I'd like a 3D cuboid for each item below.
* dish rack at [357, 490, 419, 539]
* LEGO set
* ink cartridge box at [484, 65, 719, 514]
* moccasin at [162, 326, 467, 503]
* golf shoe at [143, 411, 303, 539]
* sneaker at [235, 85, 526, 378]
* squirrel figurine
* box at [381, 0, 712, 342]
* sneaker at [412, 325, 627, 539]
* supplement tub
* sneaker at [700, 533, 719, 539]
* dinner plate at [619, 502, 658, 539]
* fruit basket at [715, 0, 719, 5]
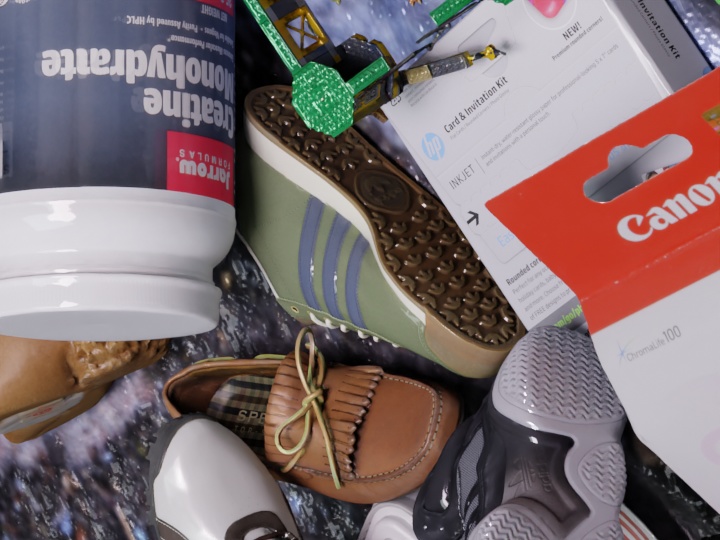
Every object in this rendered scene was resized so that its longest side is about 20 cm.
[{"bbox_3d":[0.058,0.218,1.511,0.200,0.043,0.172,36,128,23],"label":"dish rack"},{"bbox_3d":[0.028,-0.166,1.349,0.154,0.116,0.200,50,134,5],"label":"LEGO set"},{"bbox_3d":[0.170,0.019,1.291,0.200,0.057,0.162,39,135,-22],"label":"ink cartridge box"},{"bbox_3d":[-0.026,0.074,1.513,0.201,0.078,0.074,11,75,49],"label":"moccasin"},{"bbox_3d":[-0.041,0.159,1.464,0.094,0.078,0.201,-29,85,58],"label":"golf shoe"},{"bbox_3d":[0.000,0.000,1.481,0.200,0.067,0.090,46,133,23],"label":"sneaker"},{"bbox_3d":[-0.199,-0.013,1.622,0.200,0.141,0.187,-27,80,30],"label":"squirrel figurine"},{"bbox_3d":[0.114,-0.043,1.379,0.200,0.041,0.156,56,133,5],"label":"box"},{"bbox_3d":[0.072,0.132,1.358,0.075,0.201,0.114,21,141,-13],"label":"sneaker"},{"bbox_3d":[-0.132,-0.071,1.469,0.140,0.140,0.201,-9,79,42],"label":"supplement tub"},{"bbox_3d":[0.185,0.214,1.397,0.099,0.070,0.201,9,107,18],"label":"sneaker"},{"bbox_3d":[0.103,0.185,1.502,0.200,0.024,0.201,17,119,34],"label":"dinner plate"},{"bbox_3d":[0.216,-0.158,1.157,0.215,0.155,0.216,35,141,34],"label":"fruit basket"}]
